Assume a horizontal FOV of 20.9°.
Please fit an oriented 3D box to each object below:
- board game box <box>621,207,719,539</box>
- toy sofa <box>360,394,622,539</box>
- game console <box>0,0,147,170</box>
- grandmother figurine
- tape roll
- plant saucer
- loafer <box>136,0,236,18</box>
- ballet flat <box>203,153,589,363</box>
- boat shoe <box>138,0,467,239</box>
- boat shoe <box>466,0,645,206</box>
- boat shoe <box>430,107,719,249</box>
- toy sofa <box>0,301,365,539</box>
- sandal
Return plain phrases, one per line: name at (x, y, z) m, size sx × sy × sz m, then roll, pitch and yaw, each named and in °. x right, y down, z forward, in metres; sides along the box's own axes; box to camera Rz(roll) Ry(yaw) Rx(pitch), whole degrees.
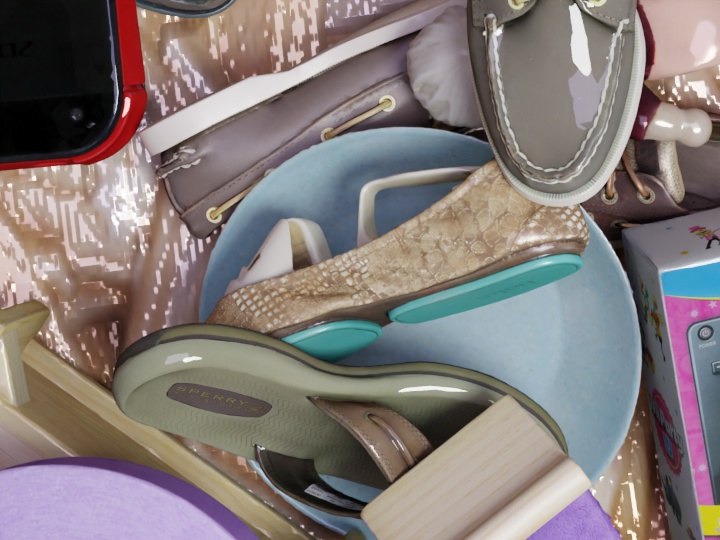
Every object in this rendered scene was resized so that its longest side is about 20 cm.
board game box at (0.206, 0.065, 0.855) m, size 0.147 × 0.064 × 0.200 m, roll -14°, pitch 109°, yaw -2°
toy sofa at (0.091, 0.155, 0.815) m, size 0.083 × 0.098 × 0.200 m, roll -38°, pitch 130°, yaw -3°
game console at (-0.201, -0.129, 0.882) m, size 0.200 × 0.031 × 0.177 m, roll -4°, pitch 97°, yaw 8°
grandmother figurine at (0.117, -0.102, 0.850) m, size 0.200 × 0.061 × 0.121 m, roll -13°, pitch 55°, yaw -14°
tape roll at (-0.116, 0.175, 0.775) m, size 0.200 × 0.066 × 0.201 m, roll 0°, pitch 87°, yaw 0°
plant saucer at (0.028, 0.029, 0.878) m, size 0.201 × 0.039 × 0.201 m, roll 4°, pitch 108°, yaw 12°
loafer at (-0.138, -0.187, 0.895) m, size 0.200 × 0.063 × 0.072 m, roll 37°, pitch 86°, yaw 1°
ballet flat at (0.000, 0.000, 0.830) m, size 0.200 × 0.070 × 0.065 m, roll -21°, pitch 74°, yaw 17°
boat shoe at (0.001, -0.079, 0.890) m, size 0.200 × 0.072 × 0.060 m, roll -24°, pitch 97°, yaw -3°
boat shoe at (0.076, -0.128, 0.764) m, size 0.072 × 0.060 × 0.202 m, roll 2°, pitch 84°, yaw 11°
boat shoe at (0.130, -0.048, 0.877) m, size 0.200 × 0.072 × 0.072 m, roll 7°, pitch 63°, yaw 1°
toy sofa at (-0.104, 0.109, 0.863) m, size 0.200 × 0.083 × 0.098 m, roll 35°, pitch 98°, yaw 2°
sandal at (-0.009, 0.075, 0.817) m, size 0.201 × 0.080 × 0.057 m, roll 12°, pitch 46°, yaw -20°
